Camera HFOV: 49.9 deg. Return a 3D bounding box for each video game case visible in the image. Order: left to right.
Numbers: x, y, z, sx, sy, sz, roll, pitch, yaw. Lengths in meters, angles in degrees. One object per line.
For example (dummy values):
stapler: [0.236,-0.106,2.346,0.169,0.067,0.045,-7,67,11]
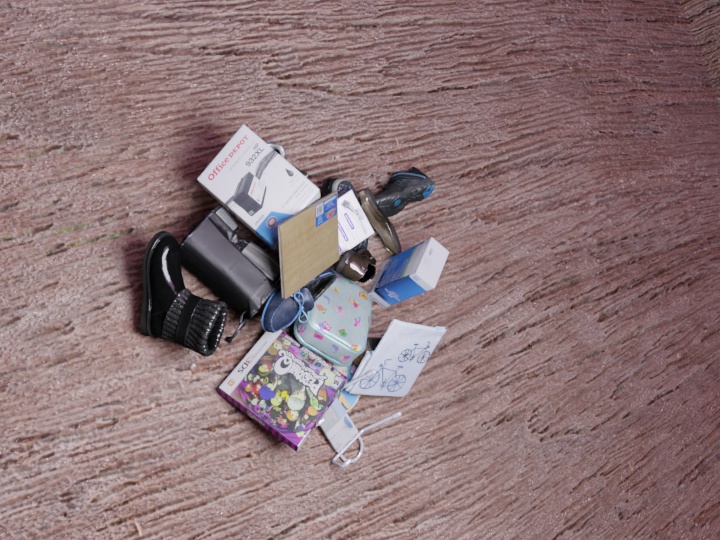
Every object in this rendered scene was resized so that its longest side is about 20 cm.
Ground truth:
video game case: [-0.153,0.230,1.552,0.199,0.036,0.182,34,58,10]

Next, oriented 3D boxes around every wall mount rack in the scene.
wall mount rack: [-0.017,0.307,1.621,0.173,0.074,0.202,-40,112,-26]

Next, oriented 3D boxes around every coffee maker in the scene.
coffee maker: [-0.265,-0.002,1.524,0.199,0.135,0.193,41,38,-6]

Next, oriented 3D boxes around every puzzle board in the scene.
puzzle board: [-0.100,-0.054,1.517,0.200,0.017,0.153,-39,134,-51]

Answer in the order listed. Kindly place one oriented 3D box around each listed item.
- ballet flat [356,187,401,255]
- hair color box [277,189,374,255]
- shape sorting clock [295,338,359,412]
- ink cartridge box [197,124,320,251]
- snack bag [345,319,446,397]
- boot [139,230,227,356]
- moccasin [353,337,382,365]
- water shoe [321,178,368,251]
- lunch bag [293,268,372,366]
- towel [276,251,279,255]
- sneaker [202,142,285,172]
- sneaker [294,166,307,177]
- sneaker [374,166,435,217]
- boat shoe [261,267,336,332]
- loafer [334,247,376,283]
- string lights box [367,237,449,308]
ballet flat: [0.041,-0.109,1.811,0.201,0.046,0.068,56,18,-36]
hair color box: [-0.081,-0.076,1.663,0.199,0.065,0.110,-34,107,-13]
shape sorting clock: [-0.071,0.214,1.661,0.197,0.039,0.204,11,70,-31]
ink cartridge box: [-0.197,-0.161,1.521,0.199,0.084,0.146,40,85,4]
snack bag: [0.079,0.191,1.677,0.187,0.202,0.021,12,25,-44]
boot: [-0.322,0.042,1.439,0.079,0.155,0.215,-18,116,-63]
moccasin: [0.057,0.194,1.735,0.200,0.077,0.075,4,56,-50]
water shoe: [-0.035,-0.116,1.770,0.071,0.078,0.203,-24,115,-33]
lunch bag: [-0.060,0.094,1.650,0.159,0.077,0.202,29,37,-16]
towel: [-0.156,-0.101,1.712,0.201,0.023,0.144,49,55,-12]
sneaker: [-0.249,-0.232,1.658,0.198,0.072,0.073,-27,93,-35]
sneaker: [-0.178,-0.161,1.661,0.078,0.090,0.200,24,39,11]
sneaker: [0.087,-0.191,1.887,0.198,0.074,0.082,-24,62,-34]
boat shoe: [-0.120,0.049,1.550,0.201,0.068,0.085,-52,145,-33]
loafer: [0.000,0.000,1.702,0.071,0.073,0.200,38,12,10]
string lights box: [0.104,0.008,1.743,0.059,0.199,0.104,37,59,-18]
